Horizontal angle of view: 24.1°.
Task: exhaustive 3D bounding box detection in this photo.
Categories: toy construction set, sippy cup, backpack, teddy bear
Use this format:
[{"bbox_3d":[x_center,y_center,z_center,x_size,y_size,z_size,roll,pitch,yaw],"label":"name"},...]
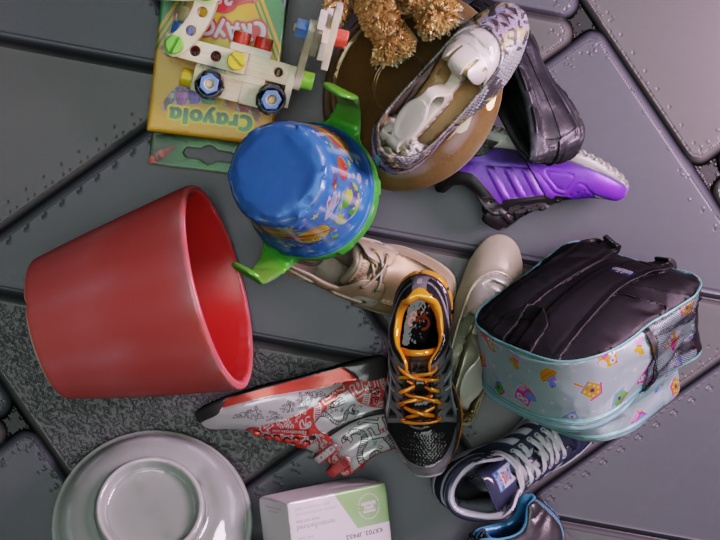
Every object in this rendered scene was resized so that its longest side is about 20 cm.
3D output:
[{"bbox_3d":[-0.109,-0.222,1.616,0.199,0.092,0.132,15,94,9],"label":"toy construction set"},{"bbox_3d":[-0.061,-0.082,1.586,0.139,0.130,0.179,-9,83,14],"label":"sippy cup"},{"bbox_3d":[0.209,0.073,1.609,0.199,0.175,0.154,-24,125,-39],"label":"backpack"},{"bbox_3d":[0.021,-0.286,1.628,0.144,0.067,0.201,-19,67,22],"label":"teddy bear"}]

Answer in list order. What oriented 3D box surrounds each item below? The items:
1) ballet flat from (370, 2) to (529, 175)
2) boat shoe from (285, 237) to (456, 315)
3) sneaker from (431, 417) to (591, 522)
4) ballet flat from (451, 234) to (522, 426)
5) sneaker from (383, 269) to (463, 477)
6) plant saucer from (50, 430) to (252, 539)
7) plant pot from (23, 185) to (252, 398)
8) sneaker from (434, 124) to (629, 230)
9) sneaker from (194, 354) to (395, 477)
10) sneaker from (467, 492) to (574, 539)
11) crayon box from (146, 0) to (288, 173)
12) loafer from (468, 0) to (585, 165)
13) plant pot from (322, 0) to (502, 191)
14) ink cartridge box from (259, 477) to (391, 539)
[{"bbox_3d":[0.083,-0.170,1.566,0.072,0.072,0.200,42,94,-2],"label":"ballet flat"},{"bbox_3d":[0.000,0.000,1.684,0.199,0.065,0.073,18,92,-1],"label":"boat shoe"},{"bbox_3d":[0.164,0.185,1.671,0.199,0.109,0.070,-30,93,0],"label":"sneaker"},{"bbox_3d":[0.121,0.063,1.687,0.069,0.069,0.201,18,93,-1],"label":"ballet flat"},{"bbox_3d":[0.056,0.101,1.630,0.078,0.077,0.202,-4,91,6],"label":"sneaker"},{"bbox_3d":[-0.205,0.241,1.650,0.198,0.050,0.201,1,60,-2],"label":"plant saucer"},{"bbox_3d":[-0.217,0.035,1.631,0.176,0.200,0.202,-14,92,10],"label":"plant pot"},{"bbox_3d":[0.165,-0.085,1.687,0.199,0.070,0.100,16,99,2],"label":"sneaker"},{"bbox_3d":[-0.059,0.160,1.688,0.200,0.067,0.109,-15,90,-3],"label":"sneaker"},{"bbox_3d":[0.116,0.301,1.688,0.199,0.073,0.082,-36,112,-8],"label":"sneaker"},{"bbox_3d":[-0.142,-0.199,1.682,0.126,0.051,0.202,6,93,-1],"label":"crayon box"},{"bbox_3d":[0.145,-0.186,1.642,0.070,0.068,0.201,-13,60,-27],"label":"loafer"},{"bbox_3d":[0.044,-0.178,1.646,0.199,0.027,0.202,-5,79,28],"label":"plant pot"},{"bbox_3d":[-0.027,0.316,1.673,0.116,0.067,0.202,-8,93,-30],"label":"ink cartridge box"}]
